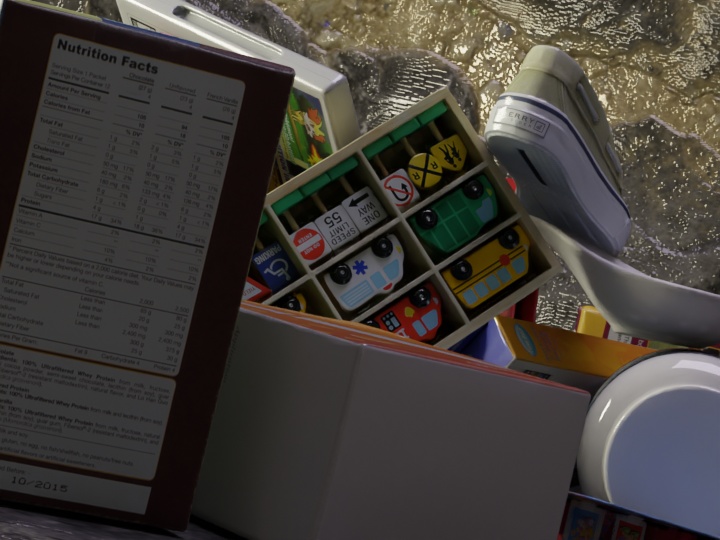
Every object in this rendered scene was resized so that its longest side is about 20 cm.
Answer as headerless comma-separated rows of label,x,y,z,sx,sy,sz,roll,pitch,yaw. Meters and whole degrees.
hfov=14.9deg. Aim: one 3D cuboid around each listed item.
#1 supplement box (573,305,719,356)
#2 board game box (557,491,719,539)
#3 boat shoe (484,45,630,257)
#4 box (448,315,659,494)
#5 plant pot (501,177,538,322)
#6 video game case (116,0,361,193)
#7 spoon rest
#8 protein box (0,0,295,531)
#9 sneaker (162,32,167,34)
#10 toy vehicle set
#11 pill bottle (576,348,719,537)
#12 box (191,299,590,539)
supplement box,0.228,0.106,1.835,0.200,0.131,0.103,14,1,3
board game box,0.138,0.141,1.341,0.200,0.039,0.158,19,-6,-17
boat shoe,0.124,-0.064,1.593,0.072,0.062,0.200,22,-13,20
box,0.105,0.088,1.671,0.200,0.119,0.041,11,41,-42
plant pot,0.029,0.028,1.954,0.182,0.201,0.200,5,0,7
video game case,-0.058,-0.066,1.656,0.182,0.022,0.200,28,-34,37
spoon rest,0.132,0.004,1.590,0.200,0.061,0.099,9,-3,22
protein box,-0.149,-0.012,1.201,0.135,0.200,0.199,13,1,-28
sneaker,-0.124,-0.039,1.646,0.087,0.200,0.074,-31,37,-29
toy vehicle set,0.000,0.000,1.512,0.200,0.124,0.027,-33,-2,-23
pill bottle,0.179,0.104,1.535,0.120,0.120,0.200,14,0,5
box,-0.011,0.074,1.238,0.124,0.098,0.200,13,1,-33
